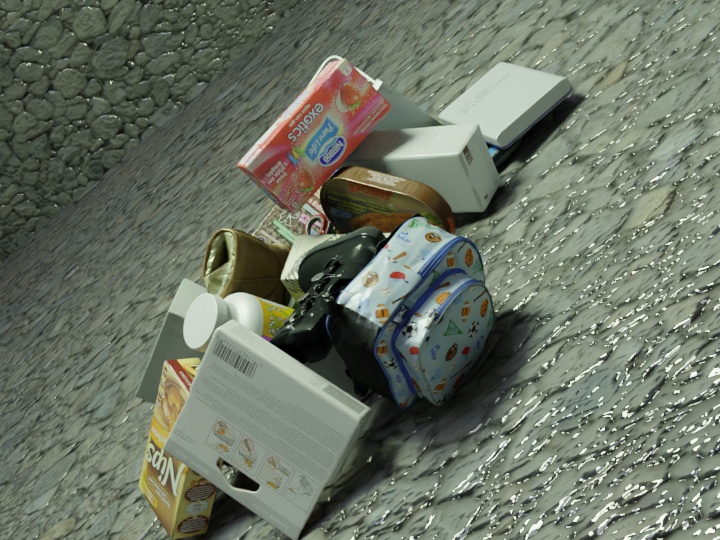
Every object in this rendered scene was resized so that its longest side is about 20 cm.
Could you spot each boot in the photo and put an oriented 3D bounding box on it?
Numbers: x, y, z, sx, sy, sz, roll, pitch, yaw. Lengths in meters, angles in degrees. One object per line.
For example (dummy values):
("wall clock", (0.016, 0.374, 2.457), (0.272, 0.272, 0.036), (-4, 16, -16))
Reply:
("boot", (-0.161, 0.034, 1.750), (0.066, 0.177, 0.200), (6, 0, 19))
("boot", (-0.058, 0.047, 1.536), (0.165, 0.066, 0.201), (-35, 20, 46))

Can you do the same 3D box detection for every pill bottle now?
("pill bottle", (-0.131, 0.091, 1.660), (0.104, 0.199, 0.105), (-23, 58, 43))

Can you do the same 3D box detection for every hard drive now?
("hard drive", (0.204, -0.240, 1.809), (0.132, 0.025, 0.200), (-41, 25, -5))

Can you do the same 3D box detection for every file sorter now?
("file sorter", (0.011, -0.213, 1.900), (0.124, 0.200, 0.139), (40, 98, 37))

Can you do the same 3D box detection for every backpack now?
("backpack", (0.065, 0.043, 1.420), (0.153, 0.200, 0.191), (22, 65, 22))

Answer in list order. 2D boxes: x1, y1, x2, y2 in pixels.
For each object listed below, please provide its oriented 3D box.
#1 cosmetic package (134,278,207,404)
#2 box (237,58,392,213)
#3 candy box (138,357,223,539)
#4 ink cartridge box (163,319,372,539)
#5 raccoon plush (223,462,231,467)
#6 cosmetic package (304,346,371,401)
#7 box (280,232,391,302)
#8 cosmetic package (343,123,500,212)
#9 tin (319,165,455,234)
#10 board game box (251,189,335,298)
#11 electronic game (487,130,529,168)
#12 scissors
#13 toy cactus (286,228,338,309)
("cosmetic package", (-0.253, 0.123, 1.888), (0.081, 0.112, 0.201), (-72, 9, -49))
("box", (-0.065, -0.183, 1.718), (0.200, 0.095, 0.103), (-48, 15, -5))
("candy box", (-0.225, 0.228, 1.622), (0.115, 0.055, 0.201), (44, 126, 46))
("ink cartridge box", (-0.110, 0.183, 1.457), (0.177, 0.199, 0.045), (-63, -13, 21))
("raccoon plush", (-0.151, 0.246, 1.601), (0.134, 0.097, 0.201), (-44, 19, 27))
("cosmetic package", (-0.016, 0.103, 1.586), (0.200, 0.102, 0.074), (-40, 20, 11))
("box", (0.000, 0.000, 1.677), (0.198, 0.069, 0.083), (-2, 52, 29))
("cosmetic package", (0.083, -0.137, 1.740), (0.199, 0.102, 0.074), (0, 41, 35))
("tin", (0.036, -0.080, 1.692), (0.199, 0.112, 0.042), (17, 53, 28))
("board game box", (-0.094, -0.056, 1.956), (0.201, 0.097, 0.160), (-53, -3, -21))
("electronic game", (0.178, -0.194, 1.848), (0.200, 0.042, 0.200), (-39, 21, 18))
("scissors", (-0.069, 0.000, 1.776), (0.073, 0.014, 0.201), (-2, 59, 36))
("toy cactus", (-0.035, 0.004, 1.853), (0.201, 0.102, 0.165), (-56, 4, -20))
